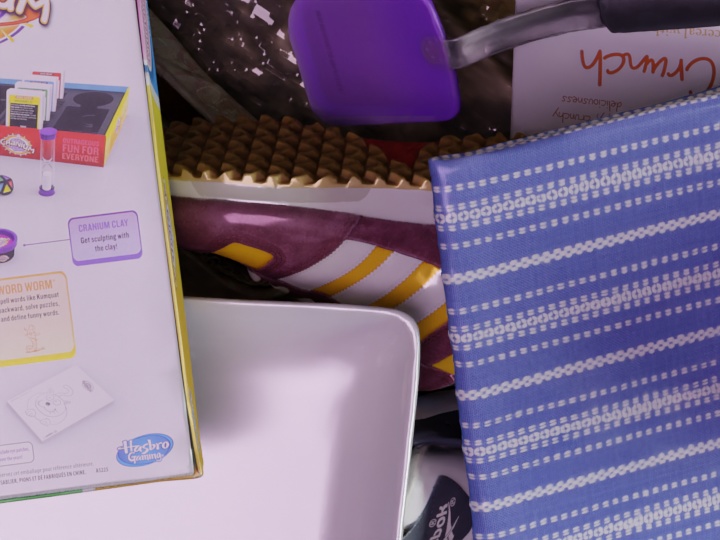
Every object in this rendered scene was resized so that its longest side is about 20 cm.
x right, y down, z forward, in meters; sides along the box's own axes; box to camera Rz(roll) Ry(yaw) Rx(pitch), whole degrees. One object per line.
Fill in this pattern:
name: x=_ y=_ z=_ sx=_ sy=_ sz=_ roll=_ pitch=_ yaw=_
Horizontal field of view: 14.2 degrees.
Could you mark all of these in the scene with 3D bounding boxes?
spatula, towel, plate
spatula: x=0.068 y=-0.085 z=1.000 sx=0.199 sy=0.021 sz=0.057 roll=-9 pitch=120 yaw=18
towel: x=0.099 y=0.036 z=1.003 sx=0.144 sy=0.024 sz=0.201 roll=-15 pitch=116 yaw=-15
plate: x=-0.082 y=0.104 z=1.001 sx=0.198 sy=0.032 sz=0.202 roll=4 pitch=94 yaw=7

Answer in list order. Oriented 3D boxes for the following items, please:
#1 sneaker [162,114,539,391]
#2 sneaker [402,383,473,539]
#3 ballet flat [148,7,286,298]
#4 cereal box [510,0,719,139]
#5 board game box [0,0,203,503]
sneaker: x=0.000 y=0.000 z=1.013 sx=0.199 sy=0.075 sz=0.091 roll=4 pitch=111 yaw=4
sneaker: x=0.049 y=0.084 z=1.052 sx=0.198 sy=0.130 sz=0.080 roll=16 pitch=114 yaw=6
ballet flat: x=-0.090 y=-0.062 z=1.065 sx=0.200 sy=0.062 sz=0.068 roll=36 pitch=114 yaw=-2
cereal box: x=0.125 y=-0.057 z=1.030 sx=0.143 sy=0.040 sz=0.201 roll=5 pitch=111 yaw=12
board game box: x=-0.137 y=-0.023 z=0.952 sx=0.152 sy=0.040 sz=0.201 roll=-6 pitch=94 yaw=-1
